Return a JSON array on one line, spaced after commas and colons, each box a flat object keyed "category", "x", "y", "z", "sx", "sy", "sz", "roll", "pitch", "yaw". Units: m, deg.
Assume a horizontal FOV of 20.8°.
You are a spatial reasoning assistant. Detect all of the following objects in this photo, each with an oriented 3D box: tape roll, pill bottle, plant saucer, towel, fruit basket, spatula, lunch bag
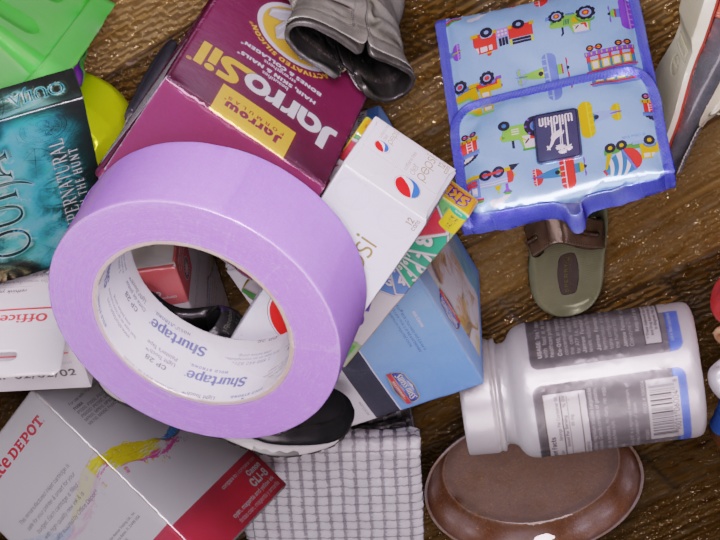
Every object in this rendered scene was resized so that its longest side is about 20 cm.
[{"category": "tape roll", "x": -0.099, "y": 0.015, "z": 1.275, "sx": 0.199, "sy": 0.066, "sz": 0.201, "roll": 11, "pitch": 133, "yaw": 12}, {"category": "pill bottle", "x": 0.182, "y": 0.094, "z": 1.632, "sx": 0.198, "sy": 0.114, "sz": 0.114, "roll": -7, "pitch": 134, "yaw": 5}, {"category": "plant saucer", "x": 0.156, "y": 0.186, "z": 1.775, "sx": 0.199, "sy": 0.035, "sz": 0.201, "roll": -3, "pitch": 134, "yaw": -3}, {"category": "towel", "x": -0.025, "y": 0.184, "z": 1.735, "sx": 0.164, "sy": 0.086, "sz": 0.201, "roll": -3, "pitch": 136, "yaw": 3}, {"category": "fruit basket", "x": -0.240, "y": -0.103, "z": 1.415, "sx": 0.214, "sy": 0.156, "sz": 0.217, "roll": 6, "pitch": 123, "yaw": 10}, {"category": "spatula", "x": -0.161, "y": -0.095, "z": 1.379, "sx": 0.020, "sy": 0.201, "sz": 0.057, "roll": 11, "pitch": 139, "yaw": 5}, {"category": "lunch bag", "x": 0.139, "y": -0.097, "z": 1.384, "sx": 0.149, "sy": 0.201, "sz": 0.094, "roll": -11, "pitch": 134, "yaw": 8}]

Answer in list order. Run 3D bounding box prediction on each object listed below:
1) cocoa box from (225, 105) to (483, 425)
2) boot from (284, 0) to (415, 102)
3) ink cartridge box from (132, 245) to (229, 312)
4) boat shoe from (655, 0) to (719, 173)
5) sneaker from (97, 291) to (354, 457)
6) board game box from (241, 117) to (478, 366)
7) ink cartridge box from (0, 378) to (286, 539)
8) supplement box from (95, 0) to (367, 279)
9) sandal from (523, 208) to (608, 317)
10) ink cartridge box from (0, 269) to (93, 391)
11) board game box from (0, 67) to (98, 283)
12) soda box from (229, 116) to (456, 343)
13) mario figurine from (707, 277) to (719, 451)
[{"category": "cocoa box", "x": 0.000, "y": 0.000, "z": 1.518, "sx": 0.130, "sy": 0.134, "sz": 0.200, "roll": -19, "pitch": 131, "yaw": 18}, {"category": "boot", "x": -0.043, "y": -0.201, "z": 1.324, "sx": 0.199, "sy": 0.131, "sz": 0.068, "roll": 27, "pitch": 127, "yaw": -25}, {"category": "ink cartridge box", "x": -0.150, "y": 0.031, "z": 1.556, "sx": 0.067, "sy": 0.117, "sz": 0.201, "roll": -8, "pitch": 133, "yaw": 7}, {"category": "boat shoe", "x": 0.256, "y": -0.148, "z": 1.435, "sx": 0.062, "sy": 0.071, "sz": 0.201, "roll": 5, "pitch": 130, "yaw": -10}, {"category": "sneaker", "x": -0.094, "y": 0.075, "z": 1.463, "sx": 0.199, "sy": 0.076, "sz": 0.088, "roll": 15, "pitch": 127, "yaw": -10}, {"category": "board game box", "x": -0.008, "y": -0.011, "z": 1.370, "sx": 0.095, "sy": 0.030, "sz": 0.200, "roll": 36, "pitch": 134, "yaw": -2}, {"category": "ink cartridge box", "x": -0.198, "y": 0.178, "z": 1.624, "sx": 0.200, "sy": 0.145, "sz": 0.145, "roll": 44, "pitch": 124, "yaw": 3}, {"category": "supplement box", "x": -0.077, "y": -0.111, "z": 1.344, "sx": 0.131, "sy": 0.200, "sz": 0.103, "roll": 34, "pitch": 126, "yaw": -10}, {"category": "sandal", "x": 0.163, "y": -0.029, "z": 1.550, "sx": 0.079, "sy": 0.058, "sz": 0.202, "roll": -10, "pitch": 134, "yaw": 7}, {"category": "ink cartridge box", "x": -0.257, "y": 0.027, "z": 1.484, "sx": 0.114, "sy": 0.201, "sz": 0.068, "roll": -4, "pitch": 135, "yaw": 8}, {"category": "board game box", "x": -0.247, "y": -0.055, "z": 1.355, "sx": 0.134, "sy": 0.028, "sz": 0.200, "roll": -18, "pitch": 152, "yaw": -9}, {"category": "soda box", "x": -0.016, "y": -0.005, "z": 1.318, "sx": 0.068, "sy": 0.064, "sz": 0.200, "roll": 34, "pitch": 131, "yaw": -1}, {"category": "mario figurine", "x": 0.340, "y": 0.082, "z": 1.626, "sx": 0.105, "sy": 0.124, "sz": 0.201, "roll": 4, "pitch": 140, "yaw": 11}]
